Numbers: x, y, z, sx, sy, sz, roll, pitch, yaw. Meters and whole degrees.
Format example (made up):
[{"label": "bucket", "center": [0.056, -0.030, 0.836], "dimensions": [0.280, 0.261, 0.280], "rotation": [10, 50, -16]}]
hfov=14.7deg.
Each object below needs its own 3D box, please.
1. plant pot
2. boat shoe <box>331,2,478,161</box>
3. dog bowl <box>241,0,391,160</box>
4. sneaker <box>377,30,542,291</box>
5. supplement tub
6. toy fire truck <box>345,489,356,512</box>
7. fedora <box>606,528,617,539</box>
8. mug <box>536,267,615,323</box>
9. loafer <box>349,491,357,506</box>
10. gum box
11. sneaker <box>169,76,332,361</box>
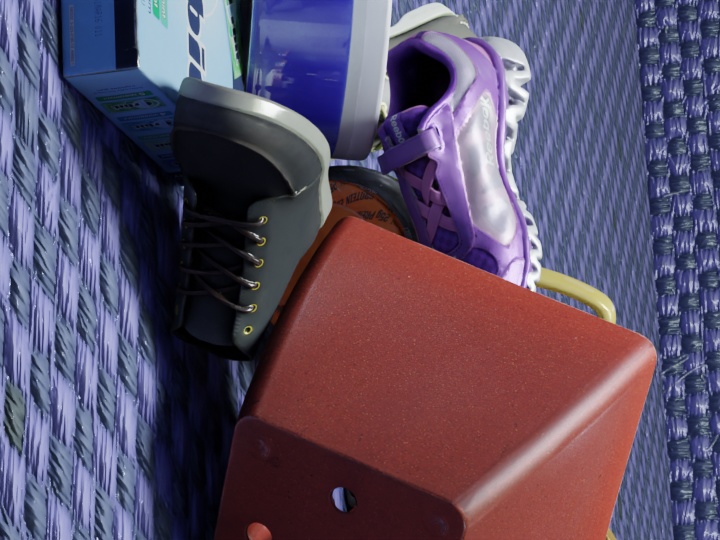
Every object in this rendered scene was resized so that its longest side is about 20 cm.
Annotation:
[{"label": "plant pot", "center": [0.019, 0.120, 1.512], "dimensions": [0.176, 0.199, 0.201], "rotation": [-40, 148, -55]}, {"label": "boat shoe", "center": [0.015, -0.113, 1.808], "dimensions": [0.201, 0.060, 0.072], "rotation": [-33, 150, -43]}, {"label": "dog bowl", "center": [-0.028, -0.167, 1.641], "dimensions": [0.200, 0.078, 0.202], "rotation": [-177, -90, -84]}, {"label": "sneaker", "center": [0.048, -0.052, 1.600], "dimensions": [0.088, 0.080, 0.202], "rotation": [24, 56, -46]}, {"label": "supplement tub", "center": [0.000, 0.000, 1.718], "dimensions": [0.200, 0.122, 0.124], "rotation": [12, 71, -77]}, {"label": "toy fire truck", "center": [0.031, 0.237, 1.898], "dimensions": [0.141, 0.048, 0.201], "rotation": [61, 24, -61]}, {"label": "fedora", "center": [0.101, 0.195, 1.850], "dimensions": [0.082, 0.200, 0.201], "rotation": [-39, 136, -22]}, {"label": "mug", "center": [0.113, 0.110, 1.970], "dimensions": [0.187, 0.152, 0.150], "rotation": [99, 12, -51]}, {"label": "loafer", "center": [0.022, 0.127, 1.664], "dimensions": [0.071, 0.200, 0.068], "rotation": [-59, 156, -3]}, {"label": "gum box", "center": [-0.108, -0.154, 1.486], "dimensions": [0.200, 0.044, 0.171], "rotation": [44, 41, -70]}, {"label": "sneaker", "center": [-0.064, -0.021, 1.451], "dimensions": [0.200, 0.074, 0.107], "rotation": [62, 47, -68]}]
